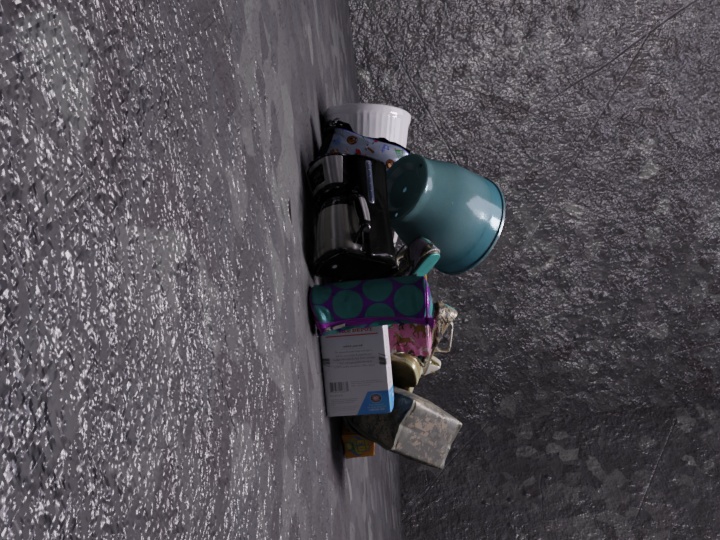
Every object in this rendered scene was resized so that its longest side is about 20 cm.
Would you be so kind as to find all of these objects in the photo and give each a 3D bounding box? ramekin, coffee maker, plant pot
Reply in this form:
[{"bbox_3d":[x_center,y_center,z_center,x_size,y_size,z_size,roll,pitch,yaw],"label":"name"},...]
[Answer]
[{"bbox_3d":[0.013,-0.300,1.727,0.200,0.197,0.099,40,53,-84],"label":"ramekin"},{"bbox_3d":[-0.004,-0.083,1.344,0.191,0.133,0.203,31,48,-50],"label":"coffee maker"},{"bbox_3d":[0.136,-0.119,1.451,0.187,0.199,0.202,25,48,-35],"label":"plant pot"}]

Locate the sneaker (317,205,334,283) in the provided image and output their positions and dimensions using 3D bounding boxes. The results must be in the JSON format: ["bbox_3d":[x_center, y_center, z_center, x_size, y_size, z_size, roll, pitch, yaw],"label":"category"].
[{"bbox_3d":[-0.040,-0.039,1.481,0.079,0.073,0.203,101,-16,-86],"label":"sneaker"}]

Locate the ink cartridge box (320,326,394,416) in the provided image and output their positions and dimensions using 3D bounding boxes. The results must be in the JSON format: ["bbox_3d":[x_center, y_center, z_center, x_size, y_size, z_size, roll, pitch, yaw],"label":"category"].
[{"bbox_3d":[-0.006,0.146,1.350,0.067,0.114,0.203,-7,92,-80],"label":"ink cartridge box"}]

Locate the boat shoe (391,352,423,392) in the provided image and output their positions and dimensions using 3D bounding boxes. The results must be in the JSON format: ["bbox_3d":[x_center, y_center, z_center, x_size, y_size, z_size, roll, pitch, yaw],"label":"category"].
[{"bbox_3d":[0.087,0.188,1.478,0.064,0.072,0.201,-62,166,-19],"label":"boat shoe"}]

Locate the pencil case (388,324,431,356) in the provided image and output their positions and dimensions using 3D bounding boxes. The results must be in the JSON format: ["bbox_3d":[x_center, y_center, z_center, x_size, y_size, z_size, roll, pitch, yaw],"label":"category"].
[{"bbox_3d":[0.046,0.139,1.543,0.083,0.197,0.087,-92,173,-48],"label":"pencil case"}]

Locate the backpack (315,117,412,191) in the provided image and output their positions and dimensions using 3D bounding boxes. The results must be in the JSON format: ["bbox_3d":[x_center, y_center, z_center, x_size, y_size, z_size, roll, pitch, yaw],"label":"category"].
[{"bbox_3d":[0.011,-0.193,1.558,0.200,0.188,0.156,71,28,-72],"label":"backpack"}]

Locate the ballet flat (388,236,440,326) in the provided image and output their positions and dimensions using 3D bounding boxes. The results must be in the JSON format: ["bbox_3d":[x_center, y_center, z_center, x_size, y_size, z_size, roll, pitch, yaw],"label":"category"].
[{"bbox_3d":[0.074,0.017,1.419,0.201,0.071,0.072,-56,-163,29],"label":"ballet flat"}]

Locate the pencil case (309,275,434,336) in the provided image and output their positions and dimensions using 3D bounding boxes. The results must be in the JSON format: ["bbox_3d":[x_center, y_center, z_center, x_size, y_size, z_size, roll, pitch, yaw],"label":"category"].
[{"bbox_3d":[0.019,0.059,1.263,0.086,0.197,0.093,80,5,-47],"label":"pencil case"}]

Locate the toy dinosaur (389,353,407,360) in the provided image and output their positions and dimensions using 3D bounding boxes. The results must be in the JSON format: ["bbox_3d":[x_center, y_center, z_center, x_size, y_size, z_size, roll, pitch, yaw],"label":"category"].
[{"bbox_3d":[-0.007,0.127,1.425,0.058,0.102,0.200,30,12,-45],"label":"toy dinosaur"}]

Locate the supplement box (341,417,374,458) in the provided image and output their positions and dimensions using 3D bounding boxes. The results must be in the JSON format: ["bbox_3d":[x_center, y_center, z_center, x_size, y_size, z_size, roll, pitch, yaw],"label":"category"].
[{"bbox_3d":[-0.001,0.299,1.608,0.201,0.068,0.067,-81,165,-60],"label":"supplement box"}]

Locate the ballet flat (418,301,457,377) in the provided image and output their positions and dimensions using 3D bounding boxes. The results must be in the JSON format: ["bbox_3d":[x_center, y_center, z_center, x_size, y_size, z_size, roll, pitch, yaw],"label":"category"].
[{"bbox_3d":[0.149,0.162,1.612,0.068,0.074,0.202,-100,-149,-68],"label":"ballet flat"}]

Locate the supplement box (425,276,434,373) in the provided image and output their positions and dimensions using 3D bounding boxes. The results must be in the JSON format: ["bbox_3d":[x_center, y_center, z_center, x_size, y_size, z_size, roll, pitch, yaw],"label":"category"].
[{"bbox_3d":[0.056,0.115,1.704,0.133,0.197,0.200,-85,169,-63],"label":"supplement box"}]

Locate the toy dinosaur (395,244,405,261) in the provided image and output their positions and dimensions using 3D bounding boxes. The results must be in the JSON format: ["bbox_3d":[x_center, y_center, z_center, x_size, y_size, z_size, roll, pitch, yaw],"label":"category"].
[{"bbox_3d":[0.000,0.000,1.501,0.105,0.197,0.184,-21,98,-65],"label":"toy dinosaur"}]

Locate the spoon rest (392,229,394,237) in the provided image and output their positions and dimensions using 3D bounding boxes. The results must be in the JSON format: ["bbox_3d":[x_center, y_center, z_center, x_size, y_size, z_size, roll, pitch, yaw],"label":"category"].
[{"bbox_3d":[0.003,-0.028,1.567,0.061,0.098,0.202,-111,-141,-55],"label":"spoon rest"}]

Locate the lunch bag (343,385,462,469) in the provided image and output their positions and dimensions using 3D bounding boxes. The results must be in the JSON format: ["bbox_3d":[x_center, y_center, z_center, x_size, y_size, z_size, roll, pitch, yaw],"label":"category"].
[{"bbox_3d":[0.061,0.279,1.469,0.163,0.199,0.119,32,83,-41],"label":"lunch bag"}]

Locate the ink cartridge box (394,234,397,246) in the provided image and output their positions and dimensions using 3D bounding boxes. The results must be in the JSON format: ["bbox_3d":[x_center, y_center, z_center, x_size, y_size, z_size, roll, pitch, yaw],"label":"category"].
[{"bbox_3d":[0.020,-0.096,1.746,0.201,0.083,0.146,103,-28,-50],"label":"ink cartridge box"}]
